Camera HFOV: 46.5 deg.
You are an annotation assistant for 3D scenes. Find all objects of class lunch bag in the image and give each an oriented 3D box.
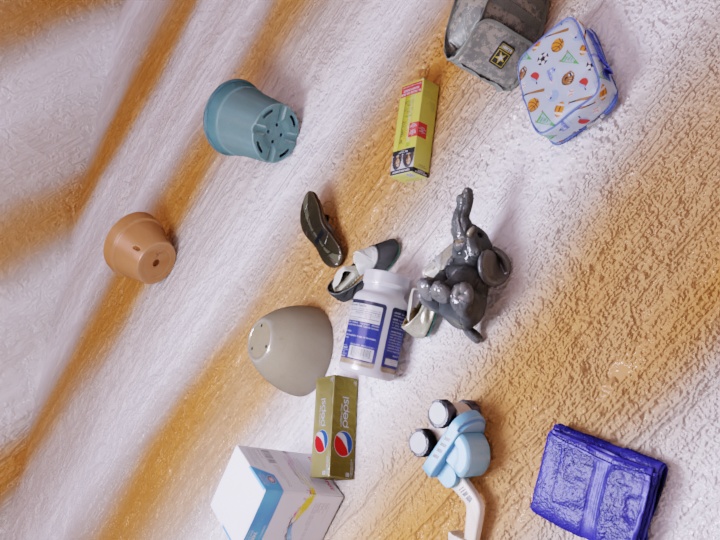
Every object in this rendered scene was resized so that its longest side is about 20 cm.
[{"bbox_3d":[0.357,-0.324,1.440,0.159,0.075,0.204,-35,50,35],"label":"lunch bag"},{"bbox_3d":[0.249,-0.448,1.544,0.117,0.162,0.205,11,85,55],"label":"lunch bag"}]

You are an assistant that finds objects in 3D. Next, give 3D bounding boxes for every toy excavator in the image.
[{"bbox_3d":[0.169,0.344,1.412,0.200,0.099,0.197,46,114,39],"label":"toy excavator"}]

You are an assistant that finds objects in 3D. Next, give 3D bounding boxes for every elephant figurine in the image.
[{"bbox_3d":[0.196,-0.011,1.486,0.139,0.156,0.202,26,68,18],"label":"elephant figurine"}]

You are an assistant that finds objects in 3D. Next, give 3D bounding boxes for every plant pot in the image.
[{"bbox_3d":[-0.172,0.166,1.858,0.198,0.133,0.205,-22,59,44],"label":"plant pot"},{"bbox_3d":[-0.271,-0.372,2.150,0.194,0.198,0.204,26,97,44],"label":"plant pot"},{"bbox_3d":[-0.643,-0.052,2.491,0.139,0.198,0.203,34,103,34],"label":"plant pot"}]

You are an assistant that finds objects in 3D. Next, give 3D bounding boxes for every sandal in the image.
[{"bbox_3d":[-0.080,-0.092,1.913,0.082,0.054,0.202,-53,56,32],"label":"sandal"}]

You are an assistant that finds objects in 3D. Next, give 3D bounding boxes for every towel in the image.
[{"bbox_3d":[0.341,0.322,1.233,0.198,0.049,0.151,15,87,52],"label":"towel"}]

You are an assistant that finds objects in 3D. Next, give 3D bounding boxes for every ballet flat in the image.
[{"bbox_3d":[0.000,0.000,1.760,0.200,0.067,0.069,-45,46,31],"label":"ballet flat"},{"bbox_3d":[0.133,0.030,1.578,0.067,0.061,0.204,-119,50,-82],"label":"ballet flat"}]

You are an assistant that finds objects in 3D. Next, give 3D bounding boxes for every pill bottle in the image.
[{"bbox_3d":[0.032,0.105,1.643,0.114,0.114,0.205,6,80,51],"label":"pill bottle"}]

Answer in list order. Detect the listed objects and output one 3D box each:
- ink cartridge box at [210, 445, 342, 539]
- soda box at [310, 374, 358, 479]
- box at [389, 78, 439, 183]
[{"bbox_3d":[-0.168,0.463,1.688,0.146,0.197,0.149,40,108,49],"label":"ink cartridge box"},{"bbox_3d":[-0.053,0.319,1.706,0.063,0.067,0.205,-18,63,46],"label":"soda box"},{"bbox_3d":[0.113,-0.289,1.745,0.074,0.049,0.205,-4,73,51],"label":"box"}]
